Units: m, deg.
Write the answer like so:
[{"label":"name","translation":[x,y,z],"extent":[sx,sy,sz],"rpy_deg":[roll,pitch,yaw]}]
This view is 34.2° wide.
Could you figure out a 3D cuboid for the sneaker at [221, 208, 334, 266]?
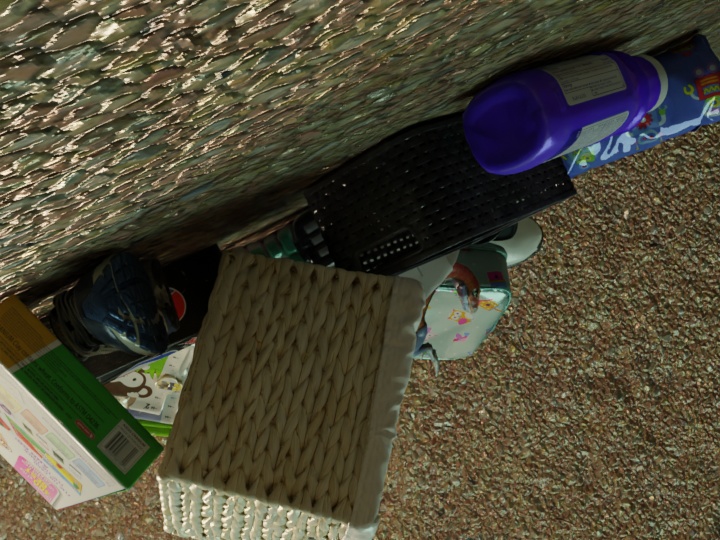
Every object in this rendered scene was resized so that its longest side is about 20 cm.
[{"label":"sneaker","translation":[-0.080,-0.002,1.121],"extent":[0.199,0.075,0.088],"rpy_deg":[-26,-178,15]}]

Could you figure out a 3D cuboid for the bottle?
[{"label":"bottle","translation":[0.162,-0.124,0.871],"extent":[0.199,0.066,0.083],"rpy_deg":[-22,178,-44]}]

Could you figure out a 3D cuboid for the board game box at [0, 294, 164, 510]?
[{"label":"board game box","translation":[-0.242,0.106,0.877],"extent":[0.040,0.153,0.200],"rpy_deg":[-47,-169,-30]}]

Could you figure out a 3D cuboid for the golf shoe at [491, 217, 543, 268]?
[{"label":"golf shoe","translation":[0.127,-0.052,1.346],"extent":[0.198,0.078,0.095],"rpy_deg":[5,158,-15]}]

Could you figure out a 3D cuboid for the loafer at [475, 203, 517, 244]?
[{"label":"loafer","translation":[0.122,-0.059,1.224],"extent":[0.068,0.071,0.200],"rpy_deg":[-11,162,19]}]

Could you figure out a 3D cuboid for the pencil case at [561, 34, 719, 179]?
[{"label":"pencil case","translation":[0.248,-0.144,1.094],"extent":[0.199,0.087,0.078],"rpy_deg":[-24,-149,7]}]

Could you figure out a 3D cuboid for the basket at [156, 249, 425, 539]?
[{"label":"basket","translation":[-0.054,0.112,0.907],"extent":[0.159,0.201,0.199],"rpy_deg":[14,154,-1]}]

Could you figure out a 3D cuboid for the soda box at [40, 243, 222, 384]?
[{"label":"soda box","translation":[-0.202,0.051,1.023],"extent":[0.199,0.071,0.063],"rpy_deg":[-24,174,-12]}]

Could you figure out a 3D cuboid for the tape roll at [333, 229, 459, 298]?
[{"label":"tape roll","translation":[0.000,0.000,1.169],"extent":[0.202,0.071,0.203],"rpy_deg":[-32,-165,10]}]

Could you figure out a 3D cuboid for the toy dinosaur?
[{"label":"toy dinosaur","translation":[0.042,0.071,1.153],"extent":[0.182,0.105,0.200],"rpy_deg":[-50,-179,16]}]

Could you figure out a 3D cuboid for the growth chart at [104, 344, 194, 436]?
[{"label":"growth chart","translation":[-0.214,0.104,1.136],"extent":[0.143,0.018,0.201],"rpy_deg":[4,138,-11]}]

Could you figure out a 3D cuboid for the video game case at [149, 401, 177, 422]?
[{"label":"video game case","translation":[-0.169,0.070,1.257],"extent":[0.199,0.046,0.182],"rpy_deg":[-26,-154,18]}]

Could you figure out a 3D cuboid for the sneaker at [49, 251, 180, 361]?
[{"label":"sneaker","translation":[-0.189,0.037,0.867],"extent":[0.085,0.078,0.200],"rpy_deg":[-20,177,-1]}]

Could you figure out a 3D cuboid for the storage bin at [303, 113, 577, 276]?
[{"label":"storage bin","translation":[0.068,-0.064,0.962],"extent":[0.135,0.094,0.199],"rpy_deg":[-26,178,42]}]

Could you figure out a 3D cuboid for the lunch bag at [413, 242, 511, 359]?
[{"label":"lunch bag","translation":[0.077,0.031,1.347],"extent":[0.159,0.078,0.200],"rpy_deg":[6,150,-11]}]

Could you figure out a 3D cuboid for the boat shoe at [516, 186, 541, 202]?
[{"label":"boat shoe","translation":[0.176,-0.116,1.273],"extent":[0.200,0.060,0.074],"rpy_deg":[144,-31,-82]}]
